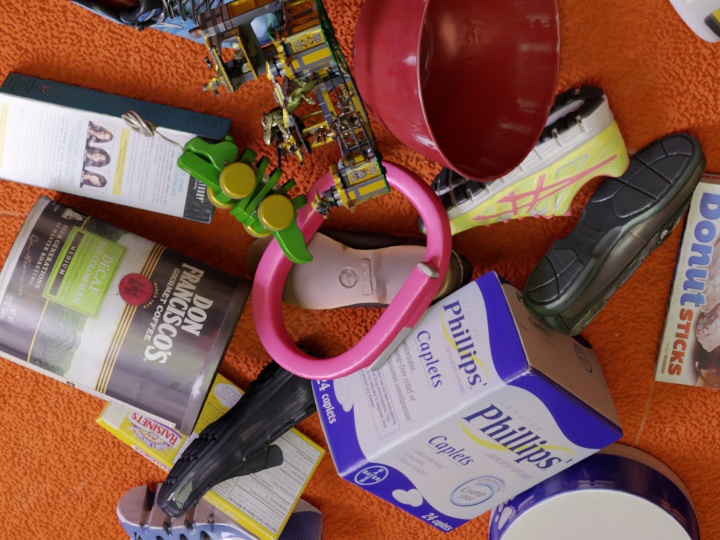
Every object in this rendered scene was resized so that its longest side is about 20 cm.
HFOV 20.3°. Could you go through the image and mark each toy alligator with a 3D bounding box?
[{"bbox_3d":[-0.107,-0.085,1.682,0.200,0.059,0.054,40,73,-9],"label":"toy alligator"}]

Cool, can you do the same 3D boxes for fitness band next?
[{"bbox_3d":[-0.010,0.000,1.701,0.144,0.037,0.200,43,105,21],"label":"fitness band"}]

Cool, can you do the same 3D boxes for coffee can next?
[{"bbox_3d":[-0.211,0.040,1.748,0.199,0.147,0.147,22,118,-2],"label":"coffee can"}]

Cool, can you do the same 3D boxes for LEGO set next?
[{"bbox_3d":[-0.062,-0.133,1.606,0.115,0.154,0.201,-21,135,5],"label":"LEGO set"}]

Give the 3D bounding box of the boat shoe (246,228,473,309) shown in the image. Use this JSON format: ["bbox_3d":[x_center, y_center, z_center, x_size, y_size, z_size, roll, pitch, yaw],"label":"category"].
[{"bbox_3d":[0.000,0.000,1.755,0.199,0.070,0.071,7,99,24],"label":"boat shoe"}]

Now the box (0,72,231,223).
[{"bbox_3d":[-0.216,-0.106,1.733,0.199,0.049,0.083,12,118,-1],"label":"box"}]

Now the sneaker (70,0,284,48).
[{"bbox_3d":[-0.161,-0.217,1.646,0.199,0.090,0.079,13,119,-4],"label":"sneaker"}]

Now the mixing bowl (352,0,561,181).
[{"bbox_3d":[0.064,-0.175,1.611,0.108,0.200,0.201,7,124,37],"label":"mixing bowl"}]

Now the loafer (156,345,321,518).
[{"bbox_3d":[-0.098,0.153,1.800,0.201,0.068,0.070,-45,102,-19],"label":"loafer"}]

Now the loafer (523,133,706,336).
[{"bbox_3d":[0.222,-0.030,1.711,0.200,0.072,0.063,-46,129,-2],"label":"loafer"}]

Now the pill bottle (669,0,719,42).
[{"bbox_3d":[0.324,-0.274,1.560,0.199,0.112,0.112,-33,111,20],"label":"pill bottle"}]

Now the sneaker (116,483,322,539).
[{"bbox_3d":[-0.132,0.271,1.918,0.198,0.081,0.116,7,125,5],"label":"sneaker"}]

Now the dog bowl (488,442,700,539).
[{"bbox_3d":[0.218,0.264,1.875,0.198,0.079,0.201,2,118,4],"label":"dog bowl"}]

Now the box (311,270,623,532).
[{"bbox_3d":[0.095,0.120,1.752,0.199,0.105,0.184,-32,144,19],"label":"box"}]

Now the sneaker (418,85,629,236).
[{"bbox_3d":[0.141,-0.070,1.707,0.199,0.078,0.090,-28,121,22],"label":"sneaker"}]

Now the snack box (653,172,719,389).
[{"bbox_3d":[0.309,0.011,1.762,0.071,0.024,0.201,8,118,2],"label":"snack box"}]

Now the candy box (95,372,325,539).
[{"bbox_3d":[-0.135,0.152,1.841,0.200,0.103,0.026,37,157,-14],"label":"candy box"}]
